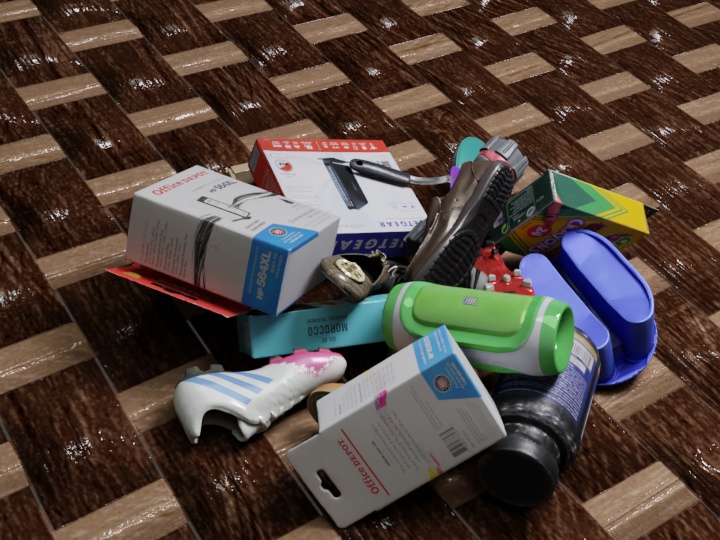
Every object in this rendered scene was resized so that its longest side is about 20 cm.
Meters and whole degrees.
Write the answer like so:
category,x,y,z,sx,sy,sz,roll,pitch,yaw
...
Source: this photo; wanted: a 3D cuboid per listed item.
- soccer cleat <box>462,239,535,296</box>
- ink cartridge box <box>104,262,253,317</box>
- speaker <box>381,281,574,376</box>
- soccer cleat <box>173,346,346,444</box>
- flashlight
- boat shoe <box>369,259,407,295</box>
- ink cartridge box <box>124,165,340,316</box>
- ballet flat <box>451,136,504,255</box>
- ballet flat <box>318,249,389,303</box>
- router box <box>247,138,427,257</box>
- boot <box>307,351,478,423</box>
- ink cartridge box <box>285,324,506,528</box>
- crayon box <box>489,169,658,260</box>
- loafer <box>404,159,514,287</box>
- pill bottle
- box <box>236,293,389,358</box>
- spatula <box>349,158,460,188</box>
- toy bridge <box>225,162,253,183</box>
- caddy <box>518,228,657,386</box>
category,x,y,z,sx,sy,sz,roll,pitch,yaw
soccer cleat,0.165,0.034,1.224,0.068,0.086,0.200,-6,26,-9
ink cartridge box,-0.181,0.000,1.175,0.159,0.051,0.200,19,6,13
speaker,0.126,0.062,1.090,0.198,0.089,0.089,6,37,28
soccer cleat,-0.105,0.143,1.106,0.197,0.070,0.087,-9,60,-16
flashlight,0.134,-0.089,1.293,0.200,0.068,0.067,-44,18,-22
boat shoe,0.076,0.031,1.260,0.067,0.057,0.199,-29,55,-35
ink cartridge box,-0.144,-0.039,1.141,0.198,0.085,0.146,20,24,15
ballet flat,0.159,-0.094,1.401,0.067,0.069,0.202,3,51,-13
ballet flat,0.000,0.000,1.172,0.067,0.046,0.200,46,10,9
router box,-0.026,-0.096,1.317,0.198,0.049,0.181,-3,48,-31
boot,0.042,0.129,1.140,0.198,0.074,0.156,17,41,-7
ink cartridge box,0.033,0.161,1.024,0.199,0.116,0.068,-31,21,8
crayon box,0.282,-0.056,1.310,0.198,0.127,0.051,13,57,-30
loafer,0.111,-0.050,1.215,0.071,0.073,0.201,23,71,40
pill bottle,0.194,0.155,1.106,0.111,0.113,0.201,20,42,11
box,-0.041,0.063,1.180,0.197,0.050,0.082,-6,3,-18
spatula,0.081,-0.122,1.339,0.197,0.021,0.057,9,54,-8
toy bridge,-0.143,-0.074,1.356,0.067,0.027,0.201,-15,49,-25
caddy,0.279,0.048,1.249,0.140,0.105,0.201,-28,55,-8
